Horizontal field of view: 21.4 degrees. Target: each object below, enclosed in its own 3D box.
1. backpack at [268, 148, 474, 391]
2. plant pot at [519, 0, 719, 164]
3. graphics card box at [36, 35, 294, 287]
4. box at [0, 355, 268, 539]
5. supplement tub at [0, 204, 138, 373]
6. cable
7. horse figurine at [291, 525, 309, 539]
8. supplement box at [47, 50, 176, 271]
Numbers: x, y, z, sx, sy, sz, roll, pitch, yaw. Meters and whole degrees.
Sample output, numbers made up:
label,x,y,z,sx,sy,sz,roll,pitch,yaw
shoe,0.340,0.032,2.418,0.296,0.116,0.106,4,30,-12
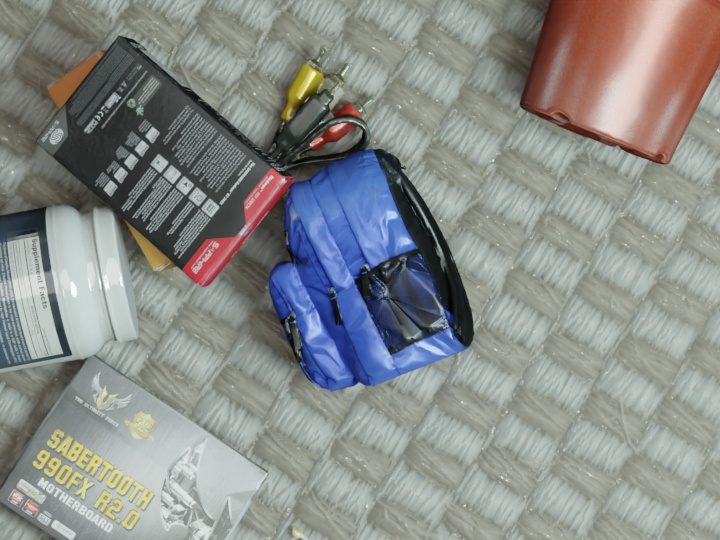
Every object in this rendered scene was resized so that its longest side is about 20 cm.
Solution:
label,x,y,z,sx,sy,sz,roll,pitch,yaw
backpack,0.000,0.000,1.708,0.167,0.163,0.201,-21,89,0
plant pot,0.246,-0.212,1.726,0.200,0.201,0.196,22,94,-1
graphics card box,-0.172,-0.097,1.678,0.200,0.051,0.126,40,99,5
box,-0.207,0.196,1.743,0.200,0.048,0.159,34,86,-1
supplement tub,-0.308,0.019,1.703,0.199,0.140,0.141,-10,87,-3
cable,-0.068,-0.110,1.781,0.200,0.050,0.097,-44,97,8
horse figurine,-0.062,0.334,1.742,0.132,0.050,0.200,41,85,5
supplement box,-0.202,-0.100,1.742,0.066,0.069,0.200,-32,84,14
